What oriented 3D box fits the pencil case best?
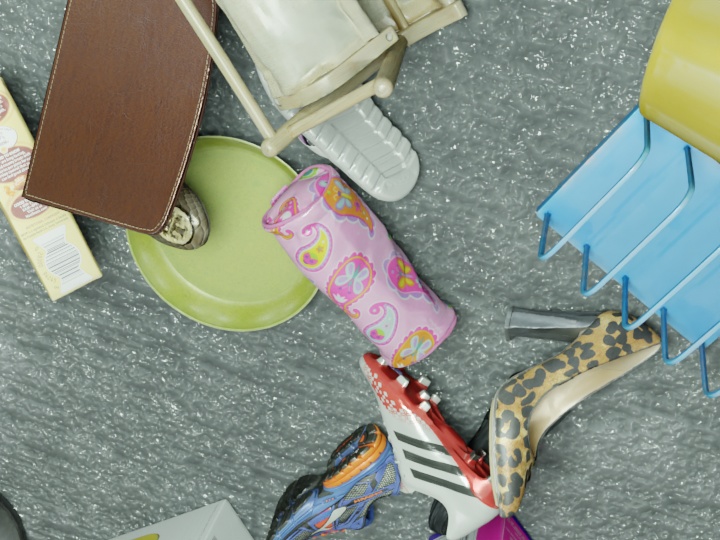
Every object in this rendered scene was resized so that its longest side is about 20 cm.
[{"bbox_3d":[0.000,0.000,1.022,0.087,0.087,0.200,-29,119,24],"label":"pencil case"}]

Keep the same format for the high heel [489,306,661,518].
[{"bbox_3d":[0.190,0.125,1.007,0.142,0.200,0.071,4,156,15],"label":"high heel"}]

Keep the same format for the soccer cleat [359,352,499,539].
[{"bbox_3d":[0.054,0.162,1.077,0.085,0.069,0.200,-49,68,15],"label":"soccer cleat"}]

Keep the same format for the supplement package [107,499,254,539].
[{"bbox_3d":[-0.211,0.375,1.236,0.200,0.152,0.151,-23,108,22],"label":"supplement package"}]

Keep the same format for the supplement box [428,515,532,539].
[{"bbox_3d":[0.118,0.341,1.114,0.101,0.200,0.103,-30,106,25],"label":"supplement box"}]

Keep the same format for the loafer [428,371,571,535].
[{"bbox_3d":[0.131,0.189,1.110,0.070,0.068,0.201,33,115,6],"label":"loafer"}]

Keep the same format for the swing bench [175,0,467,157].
[{"bbox_3d":[-0.040,-0.230,0.878,0.130,0.200,0.199,-22,108,32],"label":"swing bench"}]

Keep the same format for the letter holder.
[{"bbox_3d":[-0.174,-0.137,0.950,0.142,0.101,0.200,16,95,19],"label":"letter holder"}]

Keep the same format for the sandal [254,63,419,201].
[{"bbox_3d":[-0.030,-0.139,0.995,0.203,0.082,0.050,52,158,-16],"label":"sandal"}]

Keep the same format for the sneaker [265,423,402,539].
[{"bbox_3d":[-0.027,0.245,1.175,0.078,0.075,0.200,41,119,-12],"label":"sneaker"}]

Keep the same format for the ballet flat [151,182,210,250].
[{"bbox_3d":[-0.221,-0.081,1.042,0.200,0.046,0.067,37,119,15],"label":"ballet flat"}]

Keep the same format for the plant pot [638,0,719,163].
[{"bbox_3d":[0.318,-0.142,0.843,0.189,0.201,0.201,23,120,19],"label":"plant pot"}]

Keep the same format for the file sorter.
[{"bbox_3d":[0.263,-0.013,0.949,0.200,0.123,0.139,38,119,-7],"label":"file sorter"}]

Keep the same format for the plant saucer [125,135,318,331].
[{"bbox_3d":[-0.124,-0.037,1.082,0.200,0.031,0.200,6,117,11],"label":"plant saucer"}]

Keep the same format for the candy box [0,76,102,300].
[{"bbox_3d":[-0.312,-0.080,1.054,0.055,0.115,0.200,-27,110,-14],"label":"candy box"}]

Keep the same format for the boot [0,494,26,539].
[{"bbox_3d":[-0.449,0.283,1.260,0.070,0.132,0.200,-12,112,18],"label":"boot"}]
